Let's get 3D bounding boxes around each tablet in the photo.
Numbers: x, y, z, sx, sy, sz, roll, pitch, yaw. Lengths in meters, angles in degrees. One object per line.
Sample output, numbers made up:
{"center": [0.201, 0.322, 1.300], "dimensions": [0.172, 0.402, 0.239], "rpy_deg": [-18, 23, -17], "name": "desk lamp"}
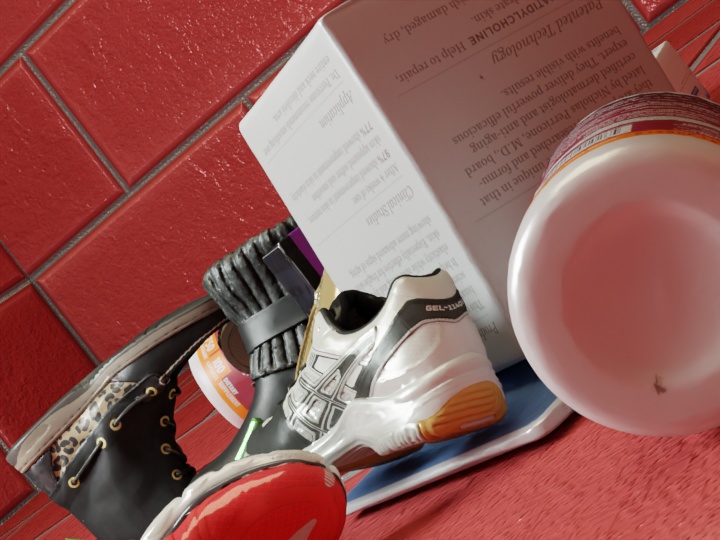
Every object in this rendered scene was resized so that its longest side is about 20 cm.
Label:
{"center": [0.072, 0.072, 0.804], "dimensions": [0.130, 0.014, 0.200], "rpy_deg": [-41, 4, -36], "name": "tablet"}

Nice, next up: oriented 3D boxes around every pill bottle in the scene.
{"center": [0.122, -0.014, 0.624], "dimensions": [0.109, 0.110, 0.200], "rpy_deg": [-37, 4, 17], "name": "pill bottle"}
{"center": [-0.061, 0.058, 1.489], "dimensions": [0.200, 0.113, 0.113], "rpy_deg": [-38, 4, 12], "name": "pill bottle"}

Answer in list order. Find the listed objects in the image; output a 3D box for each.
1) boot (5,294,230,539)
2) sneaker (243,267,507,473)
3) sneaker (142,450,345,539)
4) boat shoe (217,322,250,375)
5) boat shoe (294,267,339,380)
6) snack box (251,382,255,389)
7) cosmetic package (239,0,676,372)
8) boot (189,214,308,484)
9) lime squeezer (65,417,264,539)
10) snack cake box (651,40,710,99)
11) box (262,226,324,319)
{"center": [-0.144, 0.127, 1.136], "dimensions": [0.200, 0.151, 0.073], "rpy_deg": [-39, 3, -3], "name": "boot"}
{"center": [0.000, 0.057, 0.789], "dimensions": [0.075, 0.088, 0.200], "rpy_deg": [-9, -12, -38], "name": "sneaker"}
{"center": [-0.084, 0.167, 0.728], "dimensions": [0.200, 0.077, 0.085], "rpy_deg": [-37, 24, 1], "name": "sneaker"}
{"center": [-0.031, -0.002, 1.192], "dimensions": [0.200, 0.072, 0.068], "rpy_deg": [-41, 9, -2], "name": "boat shoe"}
{"center": [0.000, 0.000, 0.941], "dimensions": [0.071, 0.076, 0.201], "rpy_deg": [-6, 45, 35], "name": "boat shoe"}
{"center": [0.032, 0.037, 1.203], "dimensions": [0.200, 0.068, 0.169], "rpy_deg": [-36, 4, 43], "name": "snack box"}
{"center": [0.066, -0.059, 0.854], "dimensions": [0.166, 0.201, 0.167], "rpy_deg": [-31, -1, -25], "name": "cosmetic package"}
{"center": [-0.071, 0.070, 1.079], "dimensions": [0.211, 0.158, 0.079], "rpy_deg": [-38, 4, -6], "name": "boot"}
{"center": [-0.124, 0.176, 1.044], "dimensions": [0.200, 0.038, 0.071], "rpy_deg": [-35, 46, 29], "name": "lime squeezer"}
{"center": [0.200, -0.106, 1.334], "dimensions": [0.200, 0.067, 0.115], "rpy_deg": [-36, 6, 28], "name": "snack cake box"}
{"center": [0.046, -0.011, 1.066], "dimensions": [0.200, 0.143, 0.036], "rpy_deg": [-39, 3, -31], "name": "box"}
